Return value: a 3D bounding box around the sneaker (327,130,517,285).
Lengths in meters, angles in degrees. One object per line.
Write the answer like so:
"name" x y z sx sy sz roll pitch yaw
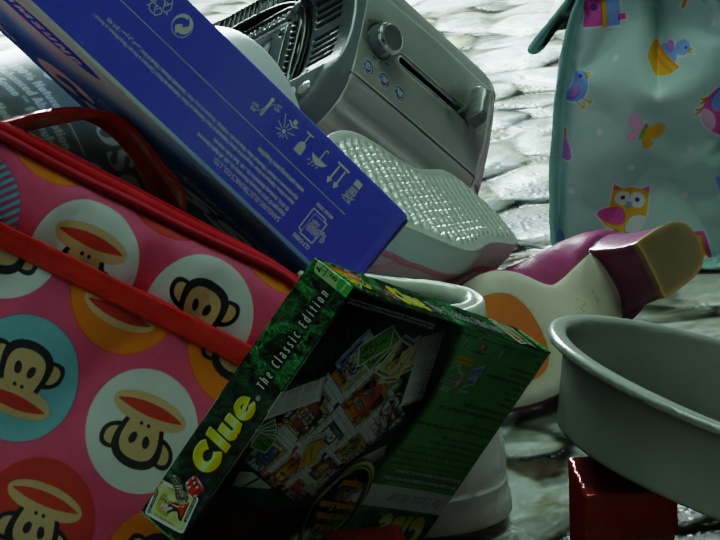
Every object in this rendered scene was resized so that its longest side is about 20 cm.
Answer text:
"sneaker" 0.000 0.000 1.229 0.075 0.105 0.200 50 12 16

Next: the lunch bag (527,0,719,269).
"lunch bag" 0.159 -0.118 1.458 0.122 0.200 0.170 1 18 12

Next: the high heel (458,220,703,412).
"high heel" 0.069 0.026 1.262 0.200 0.067 0.096 -32 6 -38

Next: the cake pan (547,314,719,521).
"cake pan" 0.162 0.067 1.014 0.200 0.037 0.200 17 9 -3

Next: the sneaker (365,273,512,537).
"sneaker" -0.043 0.052 1.073 0.200 0.116 0.074 -7 18 -4

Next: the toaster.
"toaster" -0.025 -0.066 1.367 0.200 0.129 0.114 -25 43 42

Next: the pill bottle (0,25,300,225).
"pill bottle" -0.124 -0.036 1.091 0.116 0.116 0.200 12 23 41

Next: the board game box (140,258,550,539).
"board game box" 0.001 0.056 0.953 0.023 0.105 0.200 35 6 23

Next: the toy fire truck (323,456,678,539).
"toy fire truck" 0.057 0.124 0.927 0.141 0.049 0.200 -4 17 -7

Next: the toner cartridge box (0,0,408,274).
"toner cartridge box" -0.077 -0.073 0.991 0.043 0.200 0.095 -52 30 -10

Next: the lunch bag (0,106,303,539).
"lunch bag" -0.116 0.027 0.959 0.200 0.176 0.082 27 -13 -24
